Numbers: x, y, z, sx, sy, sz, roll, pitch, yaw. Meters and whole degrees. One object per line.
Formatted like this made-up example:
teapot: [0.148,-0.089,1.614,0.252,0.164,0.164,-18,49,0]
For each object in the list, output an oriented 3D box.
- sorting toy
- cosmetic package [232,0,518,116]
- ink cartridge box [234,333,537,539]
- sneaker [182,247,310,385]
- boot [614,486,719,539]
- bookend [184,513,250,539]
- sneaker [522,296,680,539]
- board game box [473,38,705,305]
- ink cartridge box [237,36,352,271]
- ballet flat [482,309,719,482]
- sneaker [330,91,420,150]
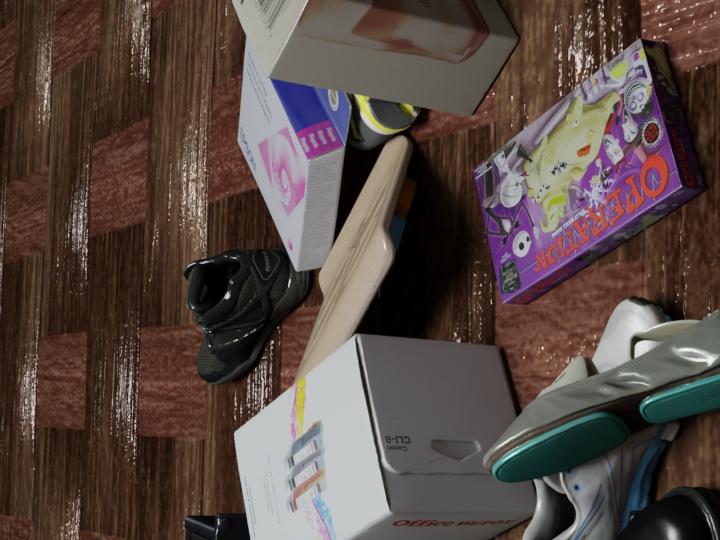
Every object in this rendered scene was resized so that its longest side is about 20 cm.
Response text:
sorting toy: [0.000,0.000,1.211,0.200,0.036,0.185,-81,16,-58]
cosmetic package: [0.012,-0.200,1.125,0.087,0.200,0.103,-56,44,34]
ink cartridge box: [0.016,0.157,1.114,0.200,0.145,0.145,-40,53,46]
sneaker: [-0.142,0.043,1.404,0.199,0.114,0.076,-49,45,44]
boot: [0.137,0.227,0.907,0.079,0.158,0.211,54,129,45]
bookend: [-0.155,0.324,1.398,0.199,0.092,0.200,5,88,57]
sneaker: [0.160,0.115,0.958,0.075,0.087,0.200,22,103,57]
board game box: [0.161,-0.068,1.037,0.200,0.032,0.120,-38,59,48]
ink cartridge box: [-0.067,-0.136,1.324,0.200,0.043,0.196,98,155,-46]
ballet flat: [0.169,0.077,0.907,0.200,0.067,0.064,-23,54,13]
sneaker: [-0.005,-0.200,1.265,0.085,0.074,0.200,-42,49,52]
